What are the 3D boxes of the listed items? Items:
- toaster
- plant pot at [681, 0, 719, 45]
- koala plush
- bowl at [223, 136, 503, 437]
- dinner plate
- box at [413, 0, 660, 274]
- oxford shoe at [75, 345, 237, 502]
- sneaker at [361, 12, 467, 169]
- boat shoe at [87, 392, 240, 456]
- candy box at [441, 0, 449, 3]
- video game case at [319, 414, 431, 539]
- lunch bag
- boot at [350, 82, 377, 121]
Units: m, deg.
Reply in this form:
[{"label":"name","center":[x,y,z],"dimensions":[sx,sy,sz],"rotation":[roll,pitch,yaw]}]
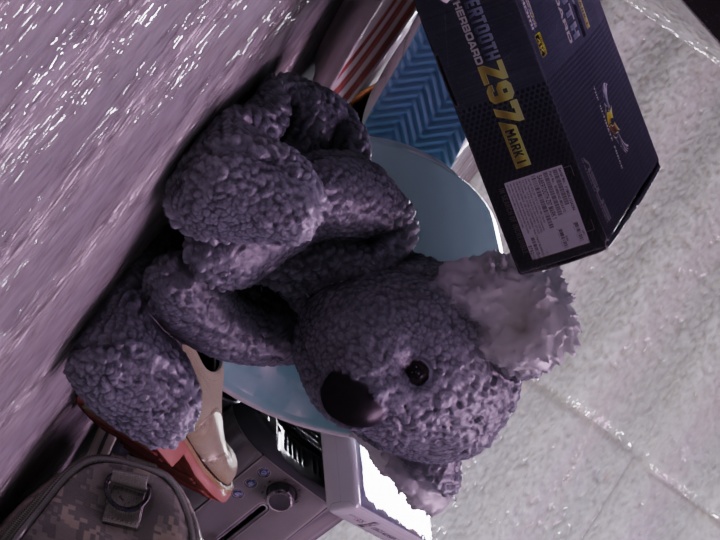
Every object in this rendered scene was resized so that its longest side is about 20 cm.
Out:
[{"label":"toaster","center":[-0.074,0.109,1.804],"dimensions":[0.129,0.114,0.200],"rotation":[-42,-155,21]},{"label":"plant pot","center":[0.233,-0.228,1.600],"dimensions":[0.177,0.200,0.200],"rotation":[-42,-160,10]},{"label":"koala plush","center":[-0.002,0.018,1.386],"dimensions":[0.177,0.200,0.184],"rotation":[-58,176,32]},{"label":"bowl","center":[0.000,0.000,1.578],"dimensions":[0.201,0.201,0.105],"rotation":[120,-13,-57]},{"label":"dinner plate","center":[0.022,-0.158,1.532],"dimensions":[0.200,0.024,0.200],"rotation":[-54,177,-4]},{"label":"box","center":[0.078,-0.114,1.367],"dimensions":[0.051,0.200,0.158],"rotation":[-17,-170,19]},{"label":"oxford shoe","center":[-0.094,0.076,1.570],"dimensions":[0.074,0.071,0.200],"rotation":[-60,166,-9]},{"label":"sneaker","center":[0.063,-0.138,1.612],"dimensions":[0.200,0.076,0.081],"rotation":[-52,-170,14]},{"label":"boat shoe","center":[-0.101,0.067,1.686],"dimensions":[0.200,0.062,0.075],"rotation":[-55,179,14]},{"label":"candy box","center":[0.078,-0.232,1.176],"dimensions":[0.200,0.071,0.168],"rotation":[-53,176,-43]},{"label":"video game case","center":[0.006,0.061,1.738],"dimensions":[0.182,0.023,0.200],"rotation":[40,44,-70]},{"label":"lunch bag","center":[-0.145,0.185,1.561],"dimensions":[0.200,0.139,0.168],"rotation":[122,-14,-81]},{"label":"boot","center":[0.025,-0.094,1.822],"dimensions":[0.201,0.071,0.144],"rotation":[-49,174,-29]}]
